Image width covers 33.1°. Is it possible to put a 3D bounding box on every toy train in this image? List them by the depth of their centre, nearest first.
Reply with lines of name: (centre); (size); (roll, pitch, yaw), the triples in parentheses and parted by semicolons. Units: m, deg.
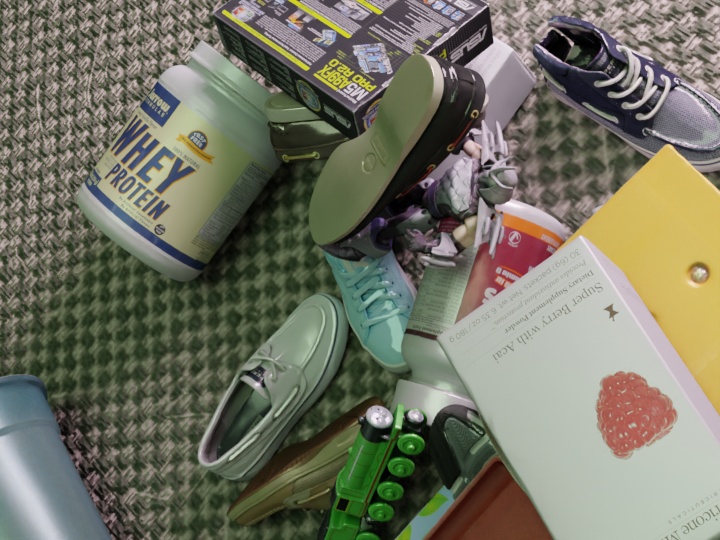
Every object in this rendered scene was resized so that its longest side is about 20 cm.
toy train: (0.006, 0.183, 1.027); (0.056, 0.201, 0.042); (16, 39, -4)

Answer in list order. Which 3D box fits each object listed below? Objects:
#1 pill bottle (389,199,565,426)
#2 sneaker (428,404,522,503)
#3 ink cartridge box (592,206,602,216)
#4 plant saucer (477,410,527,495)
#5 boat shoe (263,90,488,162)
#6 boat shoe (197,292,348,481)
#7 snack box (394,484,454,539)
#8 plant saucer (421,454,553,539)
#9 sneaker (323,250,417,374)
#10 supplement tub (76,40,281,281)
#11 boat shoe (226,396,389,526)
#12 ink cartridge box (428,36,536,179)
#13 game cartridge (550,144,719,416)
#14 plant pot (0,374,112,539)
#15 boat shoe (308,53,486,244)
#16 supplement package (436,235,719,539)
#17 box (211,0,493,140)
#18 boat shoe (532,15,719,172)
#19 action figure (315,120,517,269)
pill bottle: (0.098, 0.042, 1.048); (0.109, 0.109, 0.201); (15, 83, 27)
sneaker: (0.150, 0.174, 0.988); (0.200, 0.115, 0.075); (45, 127, 11)
ink cartridge box: (0.254, 0.052, 0.946); (0.083, 0.145, 0.201); (-16, 70, 20)
plant saucer: (0.171, 0.137, 0.939); (0.032, 0.200, 0.201); (-47, 62, 24)
boat shoe: (0.015, -0.127, 1.065); (0.198, 0.072, 0.060); (-1, 119, 12)
boat shoe: (-0.082, 0.108, 1.135); (0.073, 0.065, 0.201); (28, 89, 32)
snack box: (0.117, 0.280, 1.008); (0.142, 0.053, 0.200); (-48, 64, 5)
plant saucer: (0.124, 0.272, 0.923); (0.200, 0.037, 0.200); (48, 122, 22)
sneaker: (0.000, 0.000, 1.119); (0.074, 0.082, 0.201); (-29, 66, 16)
supplement tub: (-0.165, -0.107, 1.186); (0.145, 0.145, 0.200); (38, 94, 27)
boat shoe: (-0.040, 0.189, 1.091); (0.200, 0.071, 0.065); (-35, 98, 31)
ink cartridge box: (0.040, -0.183, 1.148); (0.200, 0.084, 0.145); (38, 95, 27)
game cartridge: (0.208, 0.039, 0.865); (0.200, 0.032, 0.177); (-45, 63, 11)
plant pot: (-0.341, 0.238, 1.158); (0.200, 0.200, 0.196); (-41, 71, 9)
boat shoe: (0.025, -0.087, 0.963); (0.202, 0.063, 0.074); (-50, 49, 37)
supplement package: (0.162, 0.101, 0.787); (0.121, 0.120, 0.201); (-36, 66, 13)
box: (-0.008, -0.212, 1.061); (0.160, 0.044, 0.200); (-40, 55, -17)
boat shoe: (0.235, -0.153, 1.047); (0.199, 0.093, 0.075); (29, 89, 28)
action figure: (0.055, -0.056, 1.007); (0.199, 0.069, 0.131); (-17, 49, 47)
